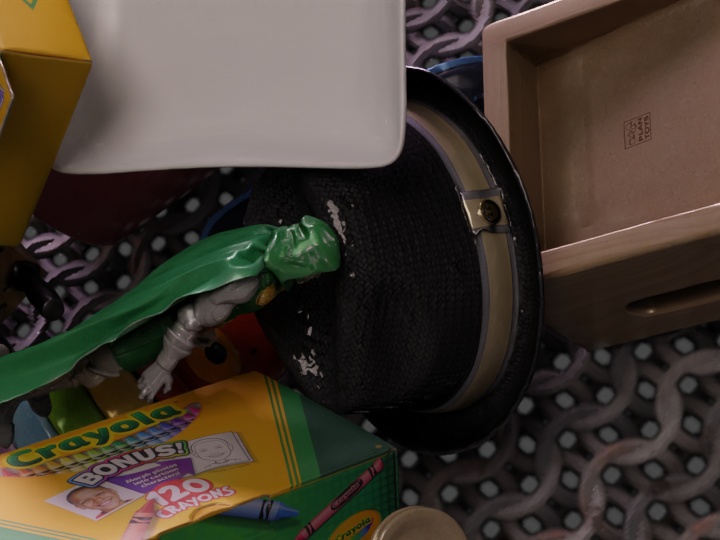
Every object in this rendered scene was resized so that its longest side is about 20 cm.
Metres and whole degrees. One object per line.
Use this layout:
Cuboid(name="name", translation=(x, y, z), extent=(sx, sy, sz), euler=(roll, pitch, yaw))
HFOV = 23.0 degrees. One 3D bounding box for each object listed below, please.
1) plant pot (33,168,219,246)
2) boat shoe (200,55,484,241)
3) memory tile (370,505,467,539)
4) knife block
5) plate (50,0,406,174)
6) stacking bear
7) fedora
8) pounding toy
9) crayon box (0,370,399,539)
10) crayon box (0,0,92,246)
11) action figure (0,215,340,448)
Cuboid(name="plant pot", translation=(-0.133, -0.120, 1.019), extent=(0.179, 0.200, 0.200), euler=(-48, 59, 14))
Cuboid(name="boat shoe", translation=(0.006, -0.042, 0.999), extent=(0.200, 0.084, 0.069), euler=(-37, 67, 21))
Cuboid(name="memory tile", translation=(0.070, 0.209, 0.816), extent=(0.017, 0.200, 0.153), euler=(-13, 53, 66))
Cuboid(name="knife block", translation=(-0.222, 0.003, 1.005), extent=(0.176, 0.200, 0.064), euler=(42, 86, 15))
Cuboid(name="plate", translation=(-0.061, -0.146, 0.860), extent=(0.200, 0.032, 0.200), euler=(0, 87, 27))
Cuboid(name="stacking bear", translation=(-0.125, 0.078, 0.962), extent=(0.200, 0.114, 0.121), euler=(-38, 89, 3))
Cuboid(name="fedora", translation=(0.000, 0.000, 0.880), extent=(0.200, 0.092, 0.201), euler=(14, 108, 48))
Cuboid(name="pounding toy", translation=(0.185, -0.047, 0.902), extent=(0.200, 0.142, 0.184), euler=(-16, 62, 33))
Cuboid(name="crayon box", translation=(-0.095, 0.115, 0.807), extent=(0.200, 0.058, 0.119), euler=(-17, 25, -33))
Cuboid(name="crayon box", translation=(-0.194, -0.104, 0.902), extent=(0.126, 0.052, 0.200), euler=(-60, 40, 36))
Cuboid(name="action figure", translation=(-0.095, 0.024, 0.843), extent=(0.200, 0.118, 0.055), euler=(-26, 100, 24))
